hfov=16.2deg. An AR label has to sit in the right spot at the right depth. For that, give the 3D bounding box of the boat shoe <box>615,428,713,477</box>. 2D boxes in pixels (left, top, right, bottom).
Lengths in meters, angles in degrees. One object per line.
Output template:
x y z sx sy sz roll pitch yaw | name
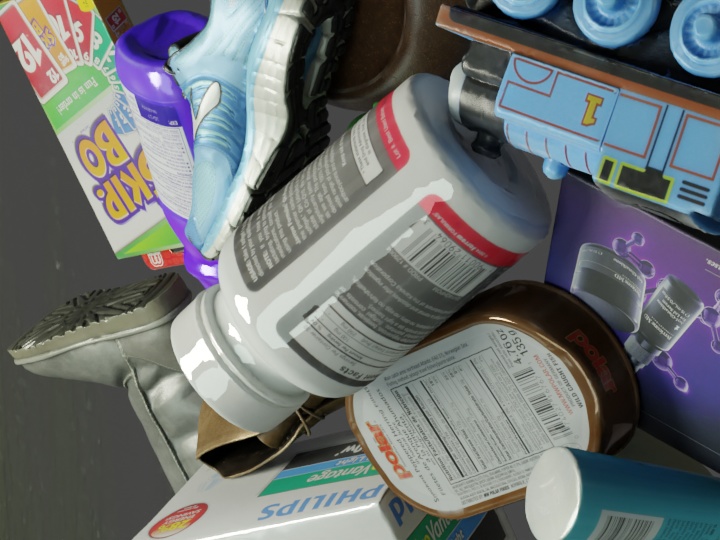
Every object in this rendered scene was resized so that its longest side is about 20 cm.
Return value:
0.108 0.094 1.440 0.201 0.074 0.063 37 130 10 | boat shoe

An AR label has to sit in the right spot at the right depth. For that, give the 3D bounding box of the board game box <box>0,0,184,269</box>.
-0.152 -0.089 1.589 0.095 0.030 0.200 -9 114 47 | board game box

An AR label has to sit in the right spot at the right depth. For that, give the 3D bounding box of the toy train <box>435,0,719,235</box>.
0.127 -0.094 1.247 0.200 0.087 0.115 22 92 31 | toy train

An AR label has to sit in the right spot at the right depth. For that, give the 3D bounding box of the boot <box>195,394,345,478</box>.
-0.027 0.074 1.531 0.074 0.076 0.200 40 136 -23 | boot

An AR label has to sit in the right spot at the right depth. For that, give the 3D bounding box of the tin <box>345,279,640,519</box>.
0.067 0.073 1.379 0.200 0.042 0.112 -26 94 50 | tin

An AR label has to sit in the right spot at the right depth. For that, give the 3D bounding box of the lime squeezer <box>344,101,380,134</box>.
0.034 -0.070 1.401 0.071 0.038 0.200 36 142 -16 | lime squeezer

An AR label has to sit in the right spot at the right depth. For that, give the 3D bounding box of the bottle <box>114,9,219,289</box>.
-0.088 -0.054 1.514 0.083 0.065 0.201 34 147 52 | bottle

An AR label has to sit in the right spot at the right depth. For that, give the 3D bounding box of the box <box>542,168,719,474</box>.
0.196 0.027 1.308 0.200 0.079 0.142 29 137 25 | box

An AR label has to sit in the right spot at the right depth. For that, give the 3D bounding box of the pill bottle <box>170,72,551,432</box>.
-0.005 -0.003 1.343 0.200 0.111 0.111 -40 89 22 | pill bottle

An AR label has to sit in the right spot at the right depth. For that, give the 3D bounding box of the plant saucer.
-0.025 -0.172 1.402 0.200 0.034 0.201 23 132 28 | plant saucer

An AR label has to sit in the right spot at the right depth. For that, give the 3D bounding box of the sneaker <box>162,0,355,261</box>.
-0.067 -0.097 1.416 0.090 0.078 0.201 32 127 20 | sneaker

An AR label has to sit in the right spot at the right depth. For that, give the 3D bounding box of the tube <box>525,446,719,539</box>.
0.182 0.132 1.336 0.077 0.199 0.051 -29 55 53 | tube

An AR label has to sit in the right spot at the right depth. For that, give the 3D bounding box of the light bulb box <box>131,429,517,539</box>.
-0.005 0.211 1.560 0.198 0.125 0.201 -14 109 31 | light bulb box

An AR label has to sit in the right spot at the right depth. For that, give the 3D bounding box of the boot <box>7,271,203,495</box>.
-0.130 0.108 1.688 0.181 0.073 0.200 -10 118 47 | boot
